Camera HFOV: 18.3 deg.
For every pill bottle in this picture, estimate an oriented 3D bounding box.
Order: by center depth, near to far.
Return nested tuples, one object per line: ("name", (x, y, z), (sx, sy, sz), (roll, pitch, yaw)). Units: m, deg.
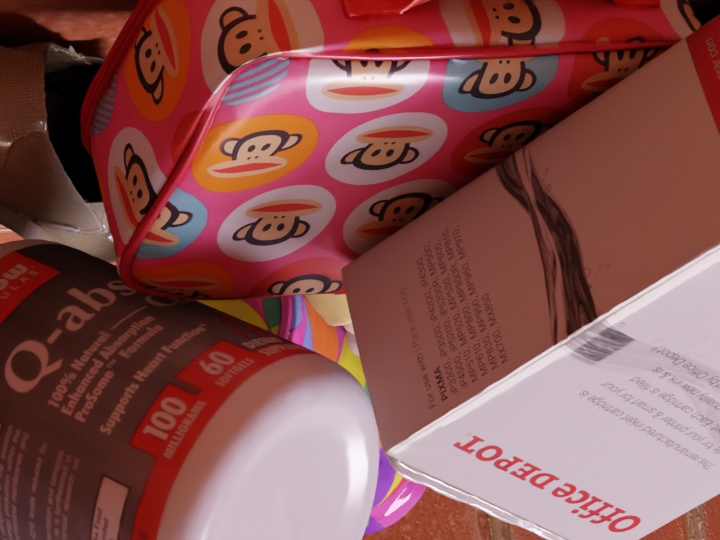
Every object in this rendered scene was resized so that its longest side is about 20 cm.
("pill bottle", (-0.102, 0.056, 0.817), (0.199, 0.117, 0.116), (21, -171, 32))

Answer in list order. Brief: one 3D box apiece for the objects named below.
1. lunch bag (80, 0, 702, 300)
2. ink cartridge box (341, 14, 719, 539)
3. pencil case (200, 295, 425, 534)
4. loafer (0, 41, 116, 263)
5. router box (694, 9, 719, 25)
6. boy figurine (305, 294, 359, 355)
("lunch bag", (0.016, -0.063, 0.764), (0.199, 0.082, 0.176), (-3, 152, -29))
("ink cartridge box", (0.114, 0.005, 0.768), (0.199, 0.083, 0.146), (-33, 143, 25))
("pencil case", (-0.033, 0.053, 0.982), (0.088, 0.089, 0.200), (-10, 153, 18))
("loafer", (-0.107, -0.045, 0.879), (0.068, 0.076, 0.200), (-4, 173, 24))
("router box", (0.144, -0.073, 0.983), (0.198, 0.052, 0.149), (-8, 172, -7))
("boy figurine", (0.008, -0.032, 0.926), (0.064, 0.125, 0.201), (-3, 136, 28))
